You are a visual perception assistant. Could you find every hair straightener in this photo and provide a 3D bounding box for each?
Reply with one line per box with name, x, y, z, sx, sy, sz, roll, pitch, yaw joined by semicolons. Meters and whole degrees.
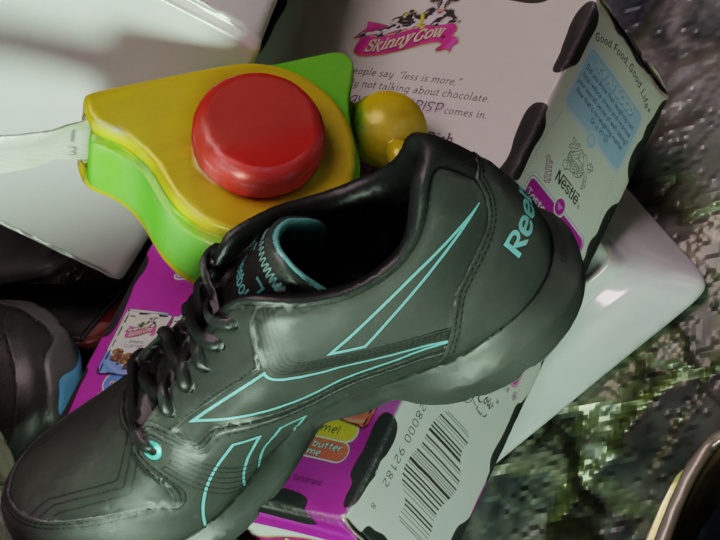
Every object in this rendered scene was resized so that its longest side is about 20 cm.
hair straightener;-0.176;-0.011;1.149;0.199;0.077;0.041;5;41;41

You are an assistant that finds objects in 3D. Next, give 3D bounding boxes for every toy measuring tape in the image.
toy measuring tape;-0.070;-0.019;0.931;0.199;0.074;0.074;-13;42;-16

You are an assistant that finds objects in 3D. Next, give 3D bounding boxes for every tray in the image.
tray;0.013;0.034;1.017;0.200;0.022;0.107;-40;44;3

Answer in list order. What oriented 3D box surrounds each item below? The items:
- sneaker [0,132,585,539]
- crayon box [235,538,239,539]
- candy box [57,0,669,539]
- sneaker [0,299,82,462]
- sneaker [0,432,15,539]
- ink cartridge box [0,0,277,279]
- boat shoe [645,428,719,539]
sneaker;-0.033;0.021;0.900;0.199;0.079;0.076;-31;45;13
crayon box;-0.100;0.187;0.946;0.125;0.052;0.201;-7;52;40
candy box;0.000;0.000;0.993;0.136;0.061;0.201;10;64;40
sneaker;-0.183;0.046;1.091;0.199;0.082;0.074;1;89;42
sneaker;-0.154;0.116;0.953;0.111;0.077;0.200;-39;35;4
ink cartridge box;-0.094;-0.133;1.049;0.147;0.144;0.201;-55;11;48
boat shoe;0.095;0.140;0.848;0.071;0.060;0.201;1;58;35
